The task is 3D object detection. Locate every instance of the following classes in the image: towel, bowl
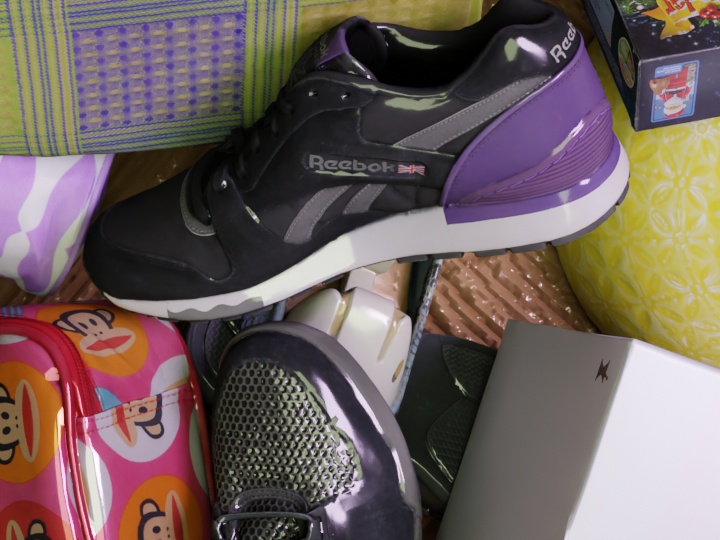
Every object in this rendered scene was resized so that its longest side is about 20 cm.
[{"bbox_3d":[-0.047,-0.088,0.681,0.199,0.144,0.023,-8,63,-8],"label":"towel"},{"bbox_3d":[0.183,-0.030,0.800,0.199,0.108,0.201,-2,101,-8],"label":"bowl"}]

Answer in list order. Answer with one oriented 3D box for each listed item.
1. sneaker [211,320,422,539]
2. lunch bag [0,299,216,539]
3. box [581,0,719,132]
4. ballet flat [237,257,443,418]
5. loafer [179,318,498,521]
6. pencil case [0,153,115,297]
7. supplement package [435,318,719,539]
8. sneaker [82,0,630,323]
[{"bbox_3d":[-0.028,0.122,0.694,0.076,0.114,0.200,1,99,22],"label":"sneaker"},{"bbox_3d":[-0.137,0.113,0.769,0.176,0.082,0.201,-8,93,38],"label":"lunch bag"},{"bbox_3d":[0.182,-0.130,0.768,0.199,0.137,0.038,-11,139,-6],"label":"box"},{"bbox_3d":[0.000,0.000,0.763,0.074,0.074,0.201,18,73,-11],"label":"ballet flat"},{"bbox_3d":[0.013,0.062,0.828,0.199,0.063,0.072,23,67,-16],"label":"loafer"},{"bbox_3d":[-0.187,-0.063,0.760,0.199,0.084,0.086,25,75,-13],"label":"pencil case"},{"bbox_3d":[0.141,0.122,0.743,0.199,0.151,0.152,19,88,-12],"label":"supplement package"},{"bbox_3d":[-0.013,-0.047,0.696,0.199,0.076,0.088,-14,126,15],"label":"sneaker"}]
